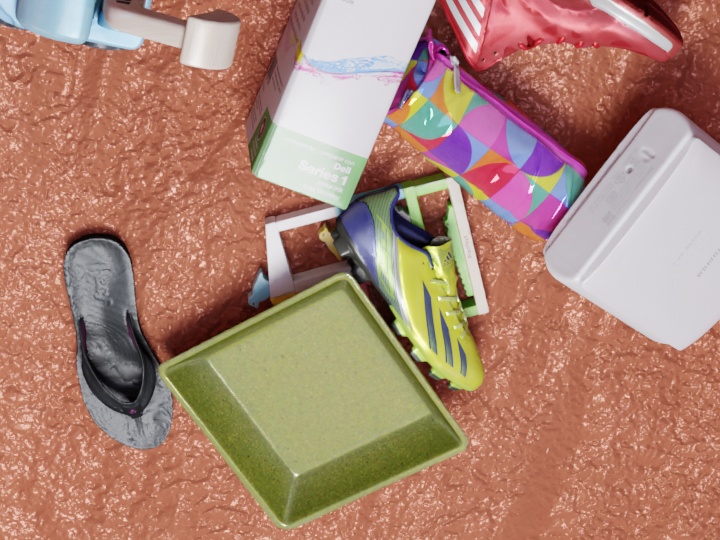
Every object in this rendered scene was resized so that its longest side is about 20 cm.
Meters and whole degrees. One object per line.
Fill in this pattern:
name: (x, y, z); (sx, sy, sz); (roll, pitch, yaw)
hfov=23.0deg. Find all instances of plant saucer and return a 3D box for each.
plant saucer: (-0.038, 0.106, 1.521); (0.199, 0.048, 0.200); (-27, 113, 21)

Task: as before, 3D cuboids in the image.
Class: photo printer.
photo printer: (0.263, -0.026, 1.474); (0.200, 0.069, 0.167); (30, 101, -45)

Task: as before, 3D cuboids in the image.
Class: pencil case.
pencil case: (0.099, -0.107, 1.447); (0.200, 0.088, 0.088); (36, 103, -25)

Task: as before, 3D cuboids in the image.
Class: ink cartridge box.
ink cartridge box: (-0.016, -0.170, 1.391); (0.084, 0.145, 0.200); (20, 106, -12)

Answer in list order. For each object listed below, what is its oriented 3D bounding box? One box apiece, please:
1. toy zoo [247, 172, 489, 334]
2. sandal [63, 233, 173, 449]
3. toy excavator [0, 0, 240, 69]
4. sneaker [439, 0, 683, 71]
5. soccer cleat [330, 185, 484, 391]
toy zoo: (0.000, 0.000, 1.521); (0.199, 0.020, 0.132); (-15, 111, 1)
sandal: (-0.213, 0.069, 1.512); (0.075, 0.048, 0.201); (-14, 110, 0)
toy excavator: (-0.191, -0.202, 1.335); (0.194, 0.200, 0.100); (11, 109, -9)
sneaker: (0.155, -0.200, 1.445); (0.200, 0.078, 0.116); (31, 114, -3)
soccer cleat: (0.056, 0.017, 1.487); (0.084, 0.065, 0.200); (-35, 109, 5)
